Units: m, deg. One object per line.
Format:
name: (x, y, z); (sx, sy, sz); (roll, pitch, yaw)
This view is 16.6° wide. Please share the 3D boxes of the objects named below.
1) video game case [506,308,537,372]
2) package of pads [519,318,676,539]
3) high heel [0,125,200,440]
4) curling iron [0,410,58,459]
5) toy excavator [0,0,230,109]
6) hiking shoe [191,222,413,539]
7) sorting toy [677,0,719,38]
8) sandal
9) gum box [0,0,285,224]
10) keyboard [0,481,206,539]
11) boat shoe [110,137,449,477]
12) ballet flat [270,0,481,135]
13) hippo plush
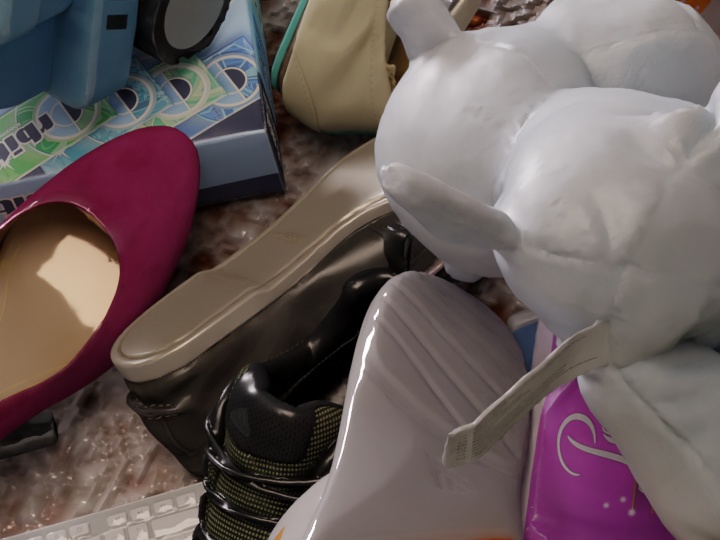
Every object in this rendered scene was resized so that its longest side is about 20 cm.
video game case: (0.172, 0.058, 0.841); (0.199, 0.022, 0.183); (-20, 56, -2)
package of pads: (0.108, 0.074, 0.784); (0.120, 0.076, 0.201); (4, 58, 11)
high heel: (-0.124, 0.017, 0.857); (0.067, 0.096, 0.200); (34, 74, 9)
curling iron: (-0.210, 0.070, 0.905); (0.199, 0.026, 0.050); (-8, 58, 6)
toy excavator: (-0.145, -0.089, 0.889); (0.100, 0.195, 0.200); (31, 40, 26)
hiking shoe: (-0.033, 0.079, 0.807); (0.075, 0.101, 0.200); (17, 63, 32)
sorting toy: (0.138, -0.198, 0.986); (0.179, 0.107, 0.200); (-18, 54, -24)
sandal: (0.010, 0.088, 0.738); (0.079, 0.059, 0.207); (29, 40, -12)
gum box: (-0.126, -0.107, 0.993); (0.169, 0.045, 0.201); (-11, 57, 4)
keyboard: (-0.084, 0.110, 0.865); (0.199, 0.011, 0.056); (-16, 56, 1)
boat shoe: (0.000, 0.000, 0.901); (0.200, 0.057, 0.067); (-35, 26, -16)
ballet flat: (0.028, -0.142, 0.929); (0.069, 0.069, 0.201); (26, 106, 25)
hippo plush: (0.075, -0.006, 0.738); (0.199, 0.160, 0.161); (-22, 23, -20)
